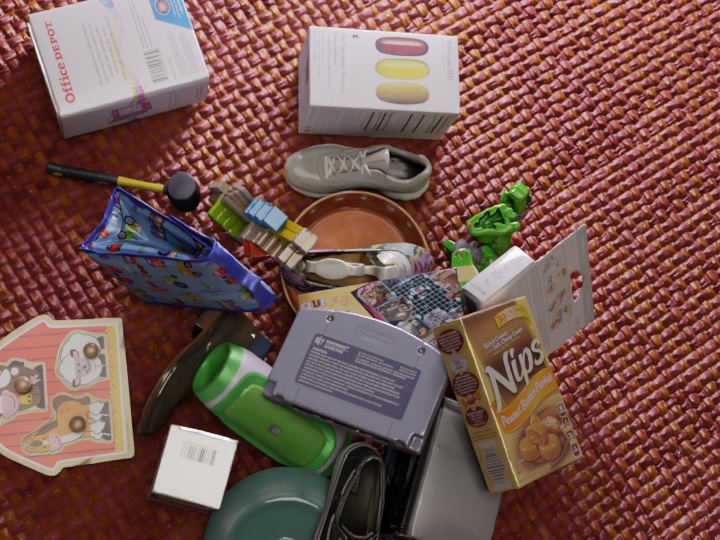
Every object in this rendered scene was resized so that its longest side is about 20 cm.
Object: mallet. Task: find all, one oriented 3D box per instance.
[{"bbox_3d":[-0.301,-0.115,1.549,0.199,0.066,0.041,12,77,-8],"label":"mallet"}]

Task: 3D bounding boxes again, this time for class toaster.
[{"bbox_3d":[0.092,0.245,1.486,0.118,0.181,0.201,19,74,-12],"label":"toaster"}]

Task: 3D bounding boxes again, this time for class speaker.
[{"bbox_3d":[-0.106,0.172,1.483,0.200,0.088,0.089,39,72,-23],"label":"speaker"}]

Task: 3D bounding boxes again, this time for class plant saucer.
[{"bbox_3d":[-0.091,0.339,1.470,0.199,0.036,0.201,-1,96,-5],"label":"plant saucer"},{"bbox_3d":[-0.007,-0.003,1.588,0.199,0.032,0.202,1,84,-9],"label":"plant saucer"}]

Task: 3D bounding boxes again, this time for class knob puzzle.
[{"bbox_3d":[-0.384,0.151,1.492,0.218,0.030,0.221,2,78,-10],"label":"knob puzzle"}]

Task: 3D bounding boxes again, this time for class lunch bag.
[{"bbox_3d":[-0.203,-0.005,1.454,0.199,0.151,0.094,17,72,31],"label":"lunch bag"}]

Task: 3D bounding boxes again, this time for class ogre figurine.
[{"bbox_3d":[0.150,-0.016,1.577,0.098,0.120,0.201,17,78,9],"label":"ogre figurine"}]

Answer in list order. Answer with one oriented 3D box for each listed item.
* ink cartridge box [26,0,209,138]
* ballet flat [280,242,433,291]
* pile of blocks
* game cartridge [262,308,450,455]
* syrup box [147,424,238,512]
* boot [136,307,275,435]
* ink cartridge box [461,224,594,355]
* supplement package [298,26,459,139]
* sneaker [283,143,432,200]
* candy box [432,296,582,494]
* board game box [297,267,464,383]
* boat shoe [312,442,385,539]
[{"bbox_3d":[-0.312,-0.272,1.573,0.199,0.085,0.145,-17,81,-15],"label":"ink cartridge box"},{"bbox_3d":[0.000,0.000,1.537,0.199,0.071,0.070,0,92,-10],"label":"ballet flat"},{"bbox_3d":[-0.139,-0.054,1.513,0.062,0.200,0.082,-51,135,-14],"label":"pile of blocks"},{"bbox_3d":[0.001,0.121,1.422,0.199,0.041,0.134,19,72,15],"label":"game cartridge"},{"bbox_3d":[-0.198,0.234,1.420,0.078,0.200,0.082,16,76,-7],"label":"syrup box"},{"bbox_3d":[-0.191,0.135,1.510,0.097,0.075,0.201,31,72,1],"label":"boot"},{"bbox_3d":[0.217,0.043,1.550,0.173,0.200,0.044,-37,52,-17],"label":"ink cartridge box"},{"bbox_3d":[0.022,-0.246,1.617,0.199,0.110,0.114,1,78,-11],"label":"supplement package"},{"bbox_3d":[0.000,-0.139,1.598,0.199,0.092,0.076,0,78,-10],"label":"sneaker"},{"bbox_3d":[0.170,0.141,1.402,0.115,0.055,0.201,-16,85,-40],"label":"candy box"},{"bbox_3d":[0.030,0.080,1.477,0.199,0.035,0.136,-9,68,4],"label":"board game box"},{"bbox_3d":[-0.014,0.302,1.421,0.072,0.071,0.201,6,91,-15],"label":"boat shoe"}]
